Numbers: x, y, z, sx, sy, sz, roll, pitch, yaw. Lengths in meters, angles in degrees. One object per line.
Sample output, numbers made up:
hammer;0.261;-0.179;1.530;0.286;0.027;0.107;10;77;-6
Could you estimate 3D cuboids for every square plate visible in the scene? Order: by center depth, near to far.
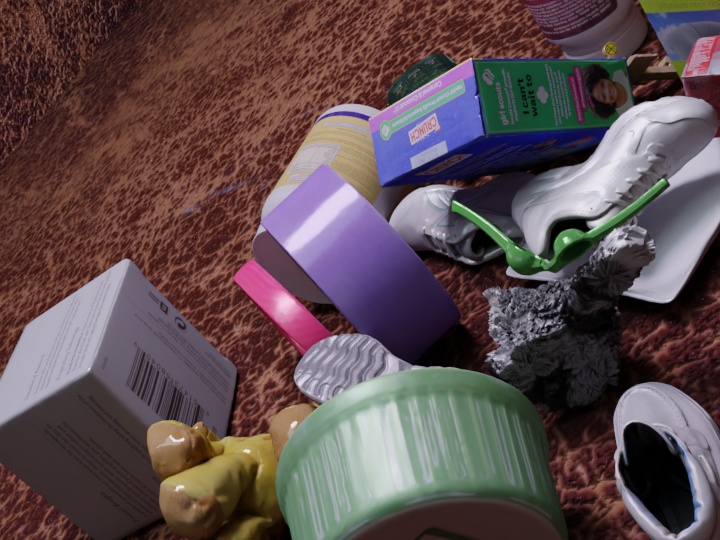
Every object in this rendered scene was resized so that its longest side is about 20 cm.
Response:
square plate;0.254;-0.053;0.909;0.200;0.028;0.198;-51;31;-17

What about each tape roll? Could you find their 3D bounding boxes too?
tape roll;0.000;0.000;0.967;0.085;0.200;0.200;-43;29;-2

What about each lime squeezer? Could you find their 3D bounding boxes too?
lime squeezer;0.164;-0.031;0.848;0.199;0.038;0.071;-4;62;38

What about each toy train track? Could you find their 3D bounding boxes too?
toy train track;0.231;-0.209;1.031;0.198;0.033;0.115;-4;-10;-4

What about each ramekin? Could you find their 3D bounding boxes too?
ramekin;0.044;0.172;0.689;0.199;0.200;0.098;-32;37;15

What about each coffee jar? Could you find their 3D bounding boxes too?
coffee jar;0.108;-0.191;1.217;0.104;0.085;0.200;-37;28;3

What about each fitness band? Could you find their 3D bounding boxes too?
fitness band;-0.062;0.057;1.022;0.037;0.144;0.200;-43;29;-7

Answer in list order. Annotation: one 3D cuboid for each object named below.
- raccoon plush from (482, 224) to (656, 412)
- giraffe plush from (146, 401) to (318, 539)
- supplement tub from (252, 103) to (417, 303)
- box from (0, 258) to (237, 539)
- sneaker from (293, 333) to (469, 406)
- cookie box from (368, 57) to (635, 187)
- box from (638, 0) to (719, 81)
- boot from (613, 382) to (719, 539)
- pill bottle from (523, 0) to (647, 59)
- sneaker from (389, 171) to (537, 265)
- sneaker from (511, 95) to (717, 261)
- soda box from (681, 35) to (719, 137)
raccoon plush;0.172;0.020;0.813;0.200;0.096;0.134;-51;21;31
giraffe plush;-0.070;0.179;0.893;0.161;0.173;0.200;-25;-4;7
supplement tub;-0.026;-0.077;1.161;0.145;0.146;0.201;-9;41;44
box;-0.265;0.143;1.094;0.171;0.199;0.201;-30;29;19
sneaker;0.028;0.116;0.853;0.199;0.082;0.075;16;56;35
cookie box;0.137;-0.143;0.976;0.199;0.076;0.171;-9;-5;-34
box;0.318;-0.236;0.904;0.048;0.200;0.122;-48;29;-15
boot;0.202;0.121;0.663;0.073;0.096;0.200;-34;29;12
pill bottle;0.235;-0.327;1.129;0.114;0.200;0.114;-29;30;19
sneaker;0.101;-0.046;1.044;0.199;0.070;0.081;-12;43;42
sneaker;0.227;-0.066;0.871;0.200;0.078;0.100;-38;34;26
soda box;0.375;-0.161;0.831;0.199;0.070;0.064;0;45;35
